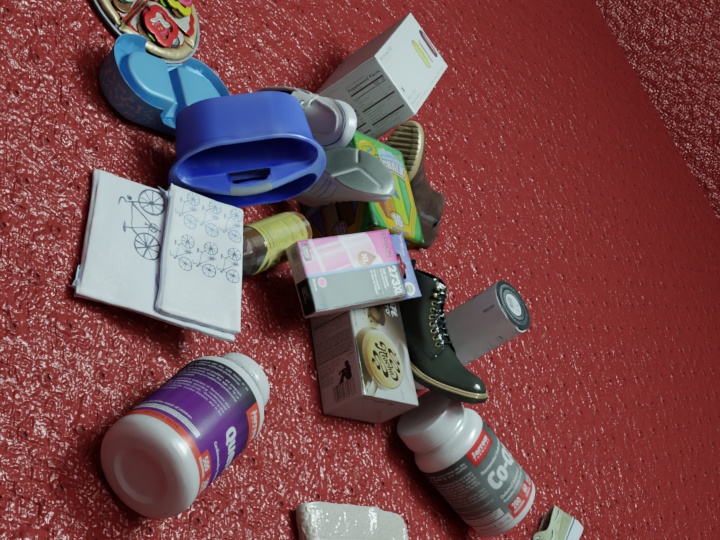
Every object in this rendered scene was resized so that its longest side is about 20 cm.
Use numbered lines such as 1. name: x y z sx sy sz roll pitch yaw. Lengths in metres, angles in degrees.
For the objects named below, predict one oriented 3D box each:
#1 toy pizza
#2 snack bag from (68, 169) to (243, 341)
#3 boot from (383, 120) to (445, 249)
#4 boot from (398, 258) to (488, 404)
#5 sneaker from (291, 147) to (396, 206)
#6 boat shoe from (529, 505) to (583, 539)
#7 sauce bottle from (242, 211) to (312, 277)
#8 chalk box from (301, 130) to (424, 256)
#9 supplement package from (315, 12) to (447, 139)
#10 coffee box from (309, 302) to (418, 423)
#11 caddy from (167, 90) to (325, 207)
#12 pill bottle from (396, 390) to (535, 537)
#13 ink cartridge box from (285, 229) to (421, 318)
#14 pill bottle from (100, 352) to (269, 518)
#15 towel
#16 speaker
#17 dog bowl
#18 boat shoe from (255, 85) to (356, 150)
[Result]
1. toy pizza: -0.287 -0.373 1.444 0.200 0.032 0.202 34 42 -37
2. snack bag: -0.227 -0.025 1.237 0.198 0.021 0.190 19 50 -25
3. boot: 0.085 -0.130 1.690 0.166 0.072 0.202 1 108 -58
4. boot: 0.109 0.084 1.481 0.199 0.140 0.077 29 12 31
5. sneaker: -0.044 -0.125 1.473 0.081 0.198 0.071 84 25 -51
6. boat shoe: 0.285 0.433 1.645 0.062 0.072 0.200 39 28 9
7. sauce bottle: -0.141 -0.027 1.371 0.199 0.066 0.067 -24 87 -51
8. chalk box: -0.007 -0.117 1.567 0.124 0.123 0.202 15 56 -50
9. supplement package: 0.028 -0.298 1.717 0.111 0.155 0.200 51 35 -15
10. coffee box: -0.001 0.096 1.460 0.112 0.079 0.202 18 53 -44
11. caddy: -0.144 -0.139 1.339 0.198 0.142 0.106 -9 61 -9
12. pill bottle: 0.148 0.269 1.512 0.200 0.113 0.114 51 34 -18
13. ink cartridge box: 0.000 0.000 1.418 0.199 0.037 0.096 -8 77 -39
14. pill bottle: -0.176 0.165 1.135 0.113 0.112 0.200 58 33 -6
15. towel: 0.001 0.358 1.316 0.199 0.034 0.134 20 51 -47
16. speaker: 0.145 0.097 1.554 0.081 0.199 0.082 35 36 -31
17. dog bowl: -0.248 -0.227 1.371 0.199 0.049 0.112 14 51 -49
18. boat shoe: -0.084 -0.217 1.508 0.065 0.199 0.074 9 98 -40
